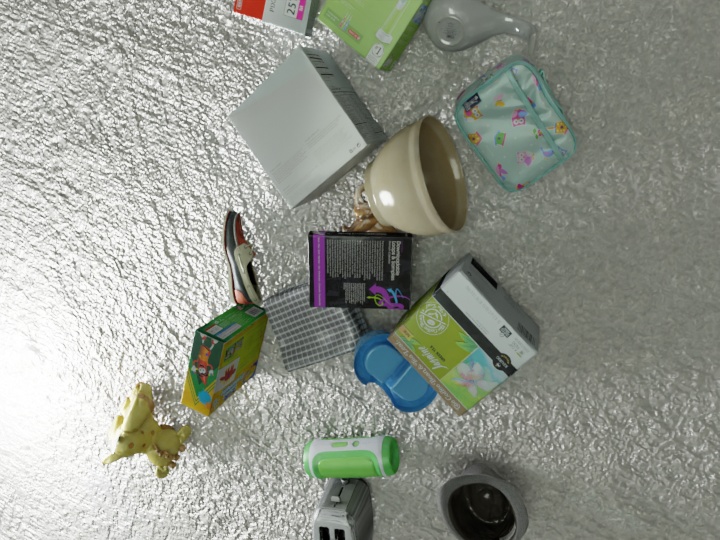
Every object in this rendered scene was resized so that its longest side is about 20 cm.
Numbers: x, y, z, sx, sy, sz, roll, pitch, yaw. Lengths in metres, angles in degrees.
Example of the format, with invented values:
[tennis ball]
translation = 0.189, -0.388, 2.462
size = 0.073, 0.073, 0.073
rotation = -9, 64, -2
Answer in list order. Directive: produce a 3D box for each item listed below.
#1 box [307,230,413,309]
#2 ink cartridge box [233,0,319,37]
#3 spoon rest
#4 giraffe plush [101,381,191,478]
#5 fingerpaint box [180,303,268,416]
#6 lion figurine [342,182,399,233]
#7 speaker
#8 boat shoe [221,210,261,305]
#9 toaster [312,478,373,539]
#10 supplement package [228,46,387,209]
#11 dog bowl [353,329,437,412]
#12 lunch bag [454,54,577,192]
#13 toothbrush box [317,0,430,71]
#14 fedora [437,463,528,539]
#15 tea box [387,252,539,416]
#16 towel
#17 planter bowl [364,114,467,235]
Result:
[box]
translation = 0.000, 0.000, 1.156
size = 0.195, 0.036, 0.146
rotation = 2, 111, 4
[ink cartridge box]
translation = -0.149, -0.554, 1.123
size = 0.170, 0.044, 0.204
rotation = 20, 110, 11
[spoon rest]
translation = 0.202, -0.408, 1.037
size = 0.196, 0.061, 0.101
rotation = 18, 140, 16
[giraffe plush]
translation = -0.489, 0.387, 1.441
size = 0.161, 0.201, 0.173
rotation = 31, 111, -24
[fingerpaint box]
translation = -0.278, 0.175, 1.277
size = 0.072, 0.200, 0.170
rotation = 20, 111, 12
[lion figurine]
translation = 0.043, -0.070, 1.185
size = 0.122, 0.073, 0.201
rotation = -35, 106, 12
[speaker]
translation = -0.019, 0.399, 1.316
size = 0.196, 0.088, 0.090
rotation = -8, 102, 20
[boat shoe]
translation = -0.246, -0.025, 1.283
size = 0.061, 0.071, 0.205
rotation = 0, 106, 11
[toaster]
translation = -0.039, 0.564, 1.343
size = 0.111, 0.129, 0.205
rotation = 2, 106, 18
[supplement package]
translation = -0.092, -0.259, 1.126
size = 0.190, 0.147, 0.202
rotation = -35, 92, 23
[dog bowl]
translation = 0.068, 0.194, 1.213
size = 0.199, 0.050, 0.112
rotation = 39, 96, -20
[lunch bag]
translation = 0.260, -0.248, 1.031
size = 0.159, 0.078, 0.201
rotation = -31, 109, 28
[toothbrush box]
translation = 0.043, -0.473, 1.058
size = 0.145, 0.086, 0.201
rotation = 38, 113, 5
[fedora]
translation = 0.249, 0.464, 1.242
size = 0.174, 0.090, 0.203
rotation = -23, 103, 24
[tea box]
translation = 0.193, 0.116, 1.143
size = 0.200, 0.134, 0.197
rotation = 45, 114, 1
[towel]
translation = -0.095, 0.105, 1.260
size = 0.197, 0.086, 0.169
rotation = -21, 96, 22
[planter bowl]
translation = 0.090, -0.150, 1.080
size = 0.132, 0.200, 0.204
rotation = -14, 101, 30
